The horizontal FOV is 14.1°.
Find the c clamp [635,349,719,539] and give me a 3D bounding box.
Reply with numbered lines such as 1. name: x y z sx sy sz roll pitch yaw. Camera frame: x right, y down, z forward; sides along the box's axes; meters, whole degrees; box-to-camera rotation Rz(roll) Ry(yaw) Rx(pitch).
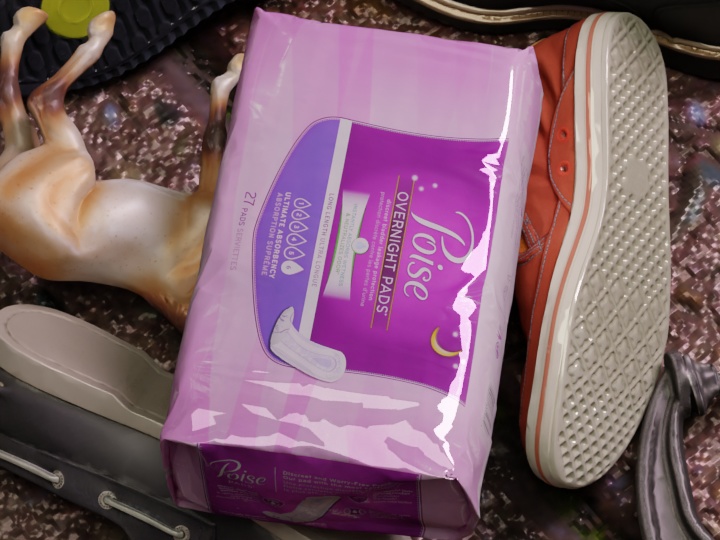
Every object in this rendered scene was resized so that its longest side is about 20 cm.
1. c clamp: 0.199 0.058 1.167 0.199 0.027 0.172 -14 71 -6

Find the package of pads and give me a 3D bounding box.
1. package of pads: 0.000 0.000 1.114 0.120 0.076 0.201 7 62 6

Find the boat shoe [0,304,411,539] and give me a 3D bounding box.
1. boat shoe: -0.069 0.087 1.157 0.199 0.073 0.063 30 113 9

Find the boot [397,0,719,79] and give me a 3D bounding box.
1. boot: 0.087 -0.158 1.205 0.199 0.139 0.078 11 67 9

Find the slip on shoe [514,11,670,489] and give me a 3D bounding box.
1. slip on shoe: 0.086 -0.008 1.184 0.061 0.074 0.201 -10 67 36

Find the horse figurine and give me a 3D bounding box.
1. horse figurine: -0.095 -0.035 1.184 0.199 0.050 0.133 18 70 -11

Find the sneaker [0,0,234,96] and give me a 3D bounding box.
1. sneaker: -0.096 -0.142 1.256 0.199 0.066 0.079 -28 38 -2
